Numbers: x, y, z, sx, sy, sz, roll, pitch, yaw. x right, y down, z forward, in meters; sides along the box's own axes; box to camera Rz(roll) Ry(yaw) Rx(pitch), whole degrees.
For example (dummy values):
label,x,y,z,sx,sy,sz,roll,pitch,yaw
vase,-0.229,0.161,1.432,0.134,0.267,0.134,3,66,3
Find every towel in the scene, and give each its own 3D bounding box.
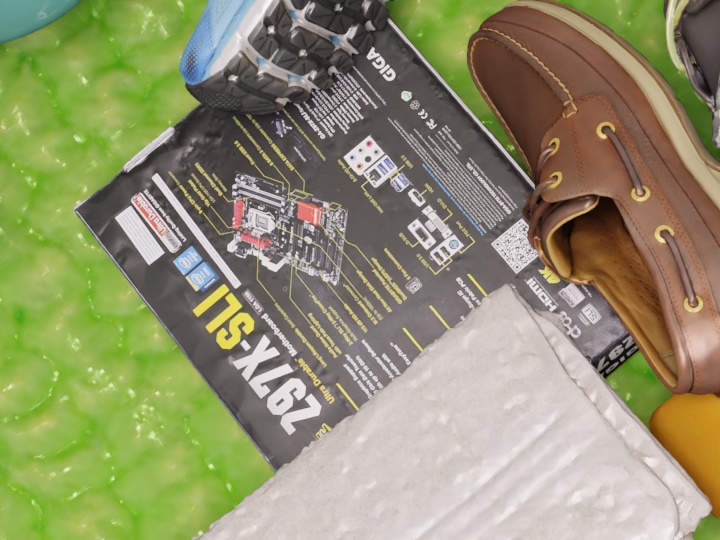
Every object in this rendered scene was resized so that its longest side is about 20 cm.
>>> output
label,x,y,z,sx,sy,sz,roll,pitch,yaw
towel,0.024,0.110,0.737,0.200,0.034,0.133,-39,61,2

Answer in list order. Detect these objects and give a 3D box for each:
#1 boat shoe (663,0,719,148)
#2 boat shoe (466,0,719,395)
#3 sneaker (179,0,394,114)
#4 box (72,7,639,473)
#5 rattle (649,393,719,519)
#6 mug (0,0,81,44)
label,x,y,z,sx,sy,sz,roll,pitch,yaw
boat shoe,0.148,-0.098,0.750,0.060,0.201,0.072,12,122,9
boat shoe,0.095,-0.032,0.742,0.068,0.072,0.200,-25,55,-17
sneaker,-0.025,-0.158,0.798,0.090,0.078,0.200,22,82,28
box,0.000,0.000,0.815,0.160,0.049,0.200,-41,74,2
rattle,0.233,0.058,0.713,0.200,0.143,0.130,-37,108,-3
mug,-0.159,-0.183,0.804,0.152,0.114,0.185,40,90,22
